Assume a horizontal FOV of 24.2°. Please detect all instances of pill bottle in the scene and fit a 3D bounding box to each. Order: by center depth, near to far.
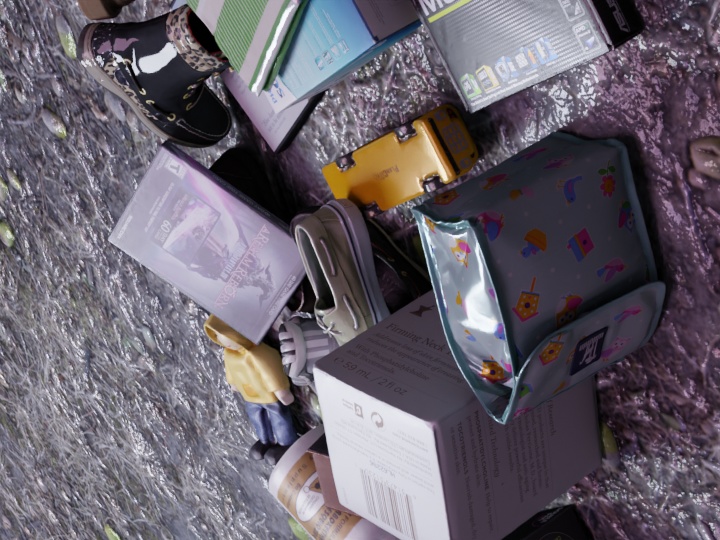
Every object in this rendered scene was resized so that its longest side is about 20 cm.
[{"bbox_3d":[0.002,0.272,1.854,0.200,0.114,0.114,44,145,23],"label":"pill bottle"}]

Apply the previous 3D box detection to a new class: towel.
[{"bbox_3d":[-0.123,-0.276,1.516,0.200,0.023,0.153,54,146,17],"label":"towel"}]

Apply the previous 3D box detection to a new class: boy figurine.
[{"bbox_3d":[-0.122,0.128,1.957,0.124,0.064,0.200,14,130,52],"label":"boy figurine"}]

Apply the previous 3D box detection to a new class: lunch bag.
[{"bbox_3d":[0.154,0.010,1.381,0.122,0.170,0.200,15,128,57],"label":"lunch bag"}]

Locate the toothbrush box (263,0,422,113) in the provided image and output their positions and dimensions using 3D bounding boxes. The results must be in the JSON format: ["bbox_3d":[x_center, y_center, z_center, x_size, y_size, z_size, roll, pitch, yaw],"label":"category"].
[{"bbox_3d":[-0.039,-0.248,1.516,0.147,0.085,0.200,61,147,-1],"label":"toothbrush box"}]

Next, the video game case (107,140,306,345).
[{"bbox_3d":[-0.156,-0.028,1.771,0.200,0.019,0.143,35,123,1],"label":"video game case"}]

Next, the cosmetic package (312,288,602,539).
[{"bbox_3d":[0.091,0.133,1.538,0.167,0.200,0.167,22,133,44],"label":"cosmetic package"}]

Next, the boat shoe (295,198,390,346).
[{"bbox_3d":[-0.016,0.031,1.584,0.072,0.062,0.201,17,127,59],"label":"boat shoe"}]

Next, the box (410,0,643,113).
[{"bbox_3d":[0.112,-0.243,1.351,0.200,0.047,0.193,-17,103,57],"label":"box"}]

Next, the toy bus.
[{"bbox_3d":[0.040,-0.098,1.536,0.200,0.078,0.065,-22,97,58],"label":"toy bus"}]

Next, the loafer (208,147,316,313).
[{"bbox_3d":[-0.112,-0.033,1.804,0.200,0.071,0.073,57,148,5],"label":"loafer"}]

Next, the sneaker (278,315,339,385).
[{"bbox_3d":[-0.021,0.080,1.771,0.200,0.115,0.075,-11,-87,-88],"label":"sneaker"}]

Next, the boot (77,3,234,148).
[{"bbox_3d":[-0.165,-0.194,1.682,0.153,0.074,0.203,-9,149,39],"label":"boot"}]

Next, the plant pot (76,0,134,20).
[{"bbox_3d":[-0.230,-0.351,1.651,0.201,0.092,0.202,-3,-90,-85],"label":"plant pot"}]

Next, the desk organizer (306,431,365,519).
[{"bbox_3d":[0.052,0.210,1.665,0.200,0.072,0.077,12,128,34],"label":"desk organizer"}]

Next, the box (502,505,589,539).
[{"bbox_3d":[0.137,0.334,1.685,0.125,0.148,0.200,61,148,-2],"label":"box"}]

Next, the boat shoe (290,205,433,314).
[{"bbox_3d":[0.001,-0.002,1.663,0.201,0.063,0.074,39,113,27],"label":"boat shoe"}]

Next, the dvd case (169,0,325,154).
[{"bbox_3d":[-0.115,-0.231,1.698,0.200,0.018,0.143,54,148,9],"label":"dvd case"}]
